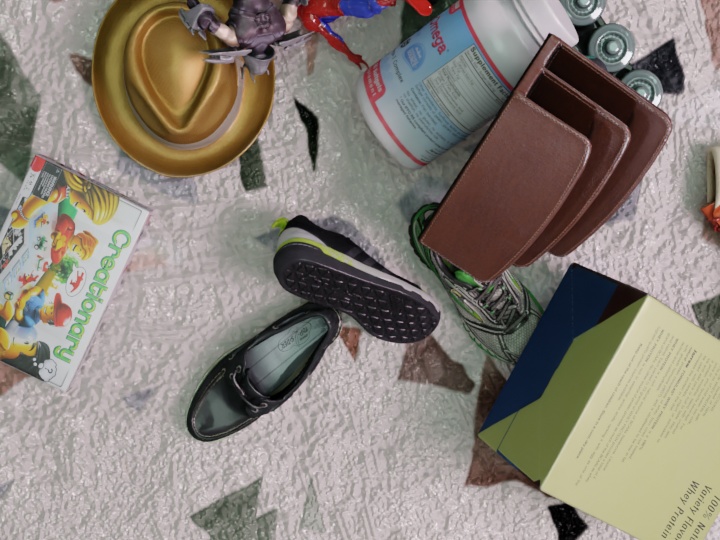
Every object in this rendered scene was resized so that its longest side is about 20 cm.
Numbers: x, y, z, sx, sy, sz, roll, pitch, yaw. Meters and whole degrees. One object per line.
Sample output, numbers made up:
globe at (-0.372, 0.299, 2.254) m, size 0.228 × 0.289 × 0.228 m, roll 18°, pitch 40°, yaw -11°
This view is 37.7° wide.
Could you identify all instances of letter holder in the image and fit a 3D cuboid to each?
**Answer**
letter holder at (0.163, -0.075, 0.933) m, size 0.141 × 0.201 × 0.101 m, roll 34°, pitch 48°, yaw 2°

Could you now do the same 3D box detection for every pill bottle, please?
pill bottle at (0.100, -0.192, 0.994) m, size 0.199 × 0.109 × 0.109 m, roll -33°, pitch 96°, yaw 23°

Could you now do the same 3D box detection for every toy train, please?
toy train at (0.217, -0.200, 1.049) m, size 0.113 × 0.085 × 0.201 m, roll -33°, pitch 95°, yaw 9°

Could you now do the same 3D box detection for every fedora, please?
fedora at (-0.175, -0.192, 1.022) m, size 0.197 × 0.082 × 0.205 m, roll 0°, pitch 95°, yaw -3°

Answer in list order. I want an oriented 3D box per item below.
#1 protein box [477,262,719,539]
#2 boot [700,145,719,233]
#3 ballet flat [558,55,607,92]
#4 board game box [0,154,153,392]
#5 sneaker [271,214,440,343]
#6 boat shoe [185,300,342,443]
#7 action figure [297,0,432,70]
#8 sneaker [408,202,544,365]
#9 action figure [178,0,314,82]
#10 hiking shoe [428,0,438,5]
protein box at (0.261, 0.136, 1.020) m, size 0.198 × 0.135 × 0.201 m, roll 28°, pitch 92°, yaw -23°
boot at (0.399, -0.034, 1.078) m, size 0.105 × 0.075 × 0.204 m, roll 0°, pitch 86°, yaw 0°
ballet flat at (0.184, -0.123, 1.003) m, size 0.072 × 0.074 × 0.202 m, roll 13°, pitch 136°, yaw -4°
board game box at (-0.306, 0.003, 1.054) m, size 0.125 × 0.035 × 0.202 m, roll 25°, pitch 92°, yaw -5°
sneaker at (0.000, 0.000, 1.053) m, size 0.198 × 0.084 × 0.072 m, roll 29°, pitch 128°, yaw -26°
boat shoe at (-0.098, 0.104, 1.058) m, size 0.198 × 0.066 × 0.075 m, roll -35°, pitch 96°, yaw 0°
action figure at (0.015, -0.246, 0.999) m, size 0.098 × 0.198 × 0.066 m, roll 25°, pitch 79°, yaw -38°
sneaker at (0.121, 0.021, 1.055) m, size 0.078 × 0.085 × 0.200 m, roll -42°, pitch 96°, yaw 1°
action figure at (-0.104, -0.270, 0.959) m, size 0.129 × 0.069 × 0.203 m, roll -26°, pitch 124°, yaw -37°
hiking shoe at (0.043, -0.306, 1.030) m, size 0.196 × 0.076 × 0.103 m, roll -9°, pitch 91°, yaw -3°
